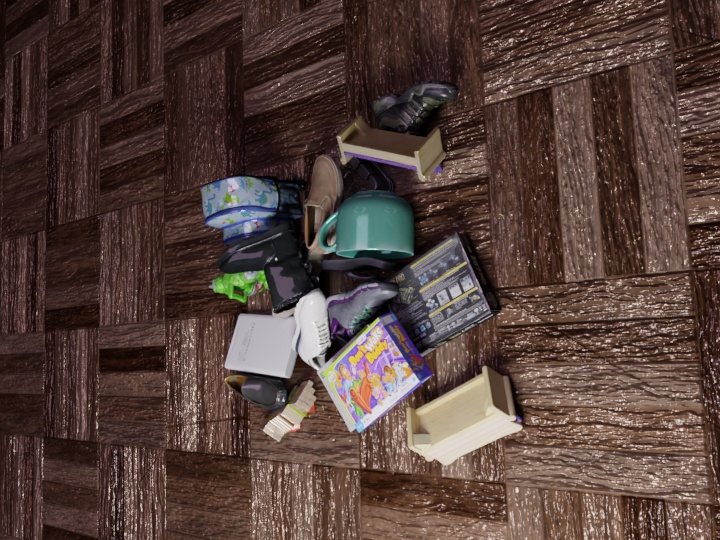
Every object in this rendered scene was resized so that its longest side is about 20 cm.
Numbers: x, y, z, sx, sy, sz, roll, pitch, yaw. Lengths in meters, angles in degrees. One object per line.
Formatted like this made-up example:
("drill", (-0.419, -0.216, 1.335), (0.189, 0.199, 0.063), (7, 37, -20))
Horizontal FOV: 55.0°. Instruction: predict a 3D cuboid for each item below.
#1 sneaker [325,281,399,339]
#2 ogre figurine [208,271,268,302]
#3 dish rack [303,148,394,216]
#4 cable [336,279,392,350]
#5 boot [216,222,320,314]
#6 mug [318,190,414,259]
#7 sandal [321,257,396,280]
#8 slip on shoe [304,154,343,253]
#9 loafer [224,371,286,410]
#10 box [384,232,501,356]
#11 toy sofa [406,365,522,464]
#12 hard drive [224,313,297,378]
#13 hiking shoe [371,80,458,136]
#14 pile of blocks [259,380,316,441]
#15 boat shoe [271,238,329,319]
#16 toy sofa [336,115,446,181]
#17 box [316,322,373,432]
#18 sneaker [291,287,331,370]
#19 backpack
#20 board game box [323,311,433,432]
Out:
("sneaker", (0.007, 0.078, 1.323), (0.199, 0.073, 0.089), (-22, 66, 52))
("ogre figurine", (-0.254, 0.022, 1.568), (0.198, 0.119, 0.100), (6, 90, 38))
("dish rack", (-0.035, -0.149, 1.448), (0.201, 0.054, 0.154), (-54, 56, 25))
("cable", (0.015, 0.131, 1.384), (0.162, 0.050, 0.203), (-32, 68, 32))
("boot", (-0.189, 0.010, 1.439), (0.196, 0.073, 0.165), (-25, 78, 6))
("mug", (0.013, -0.088, 1.324), (0.152, 0.181, 0.117), (143, 129, -81))
("sandal", (0.000, 0.000, 1.397), (0.198, 0.075, 0.044), (-3, 83, 49))
("slip on shoe", (-0.083, -0.137, 1.413), (0.075, 0.060, 0.204), (5, 92, 41))
("loafer", (-0.233, 0.267, 1.535), (0.198, 0.071, 0.074), (-1, 80, 52))
("box", (0.143, 0.050, 1.288), (0.199, 0.049, 0.163), (-35, 67, 32))
("toy sofa", (0.182, 0.260, 1.224), (0.199, 0.097, 0.084), (-36, 37, 31))
("hard drive", (-0.218, 0.167, 1.565), (0.198, 0.026, 0.134), (0, 69, 39))
("hiking shoe", (0.111, -0.302, 1.337), (0.198, 0.075, 0.103), (-7, 94, 45))
("pile of blocks", (-0.144, 0.309, 1.506), (0.062, 0.083, 0.200), (38, 129, -11))
("boat shoe", (-0.139, 0.014, 1.512), (0.063, 0.072, 0.202), (46, 109, 40))
("toy sofa", (0.058, -0.223, 1.320), (0.198, 0.083, 0.099), (18, 140, 33))
("box", (0.007, 0.211, 1.358), (0.200, 0.036, 0.146), (-45, 70, 42))
("sneaker", (-0.090, 0.121, 1.428), (0.081, 0.076, 0.202), (47, 147, 32))
("backpack", (-0.241, -0.130, 1.519), (0.181, 0.199, 0.150), (-13, 78, 36))
("board game box", (0.028, 0.191, 1.279), (0.135, 0.044, 0.200), (56, 130, 17))
